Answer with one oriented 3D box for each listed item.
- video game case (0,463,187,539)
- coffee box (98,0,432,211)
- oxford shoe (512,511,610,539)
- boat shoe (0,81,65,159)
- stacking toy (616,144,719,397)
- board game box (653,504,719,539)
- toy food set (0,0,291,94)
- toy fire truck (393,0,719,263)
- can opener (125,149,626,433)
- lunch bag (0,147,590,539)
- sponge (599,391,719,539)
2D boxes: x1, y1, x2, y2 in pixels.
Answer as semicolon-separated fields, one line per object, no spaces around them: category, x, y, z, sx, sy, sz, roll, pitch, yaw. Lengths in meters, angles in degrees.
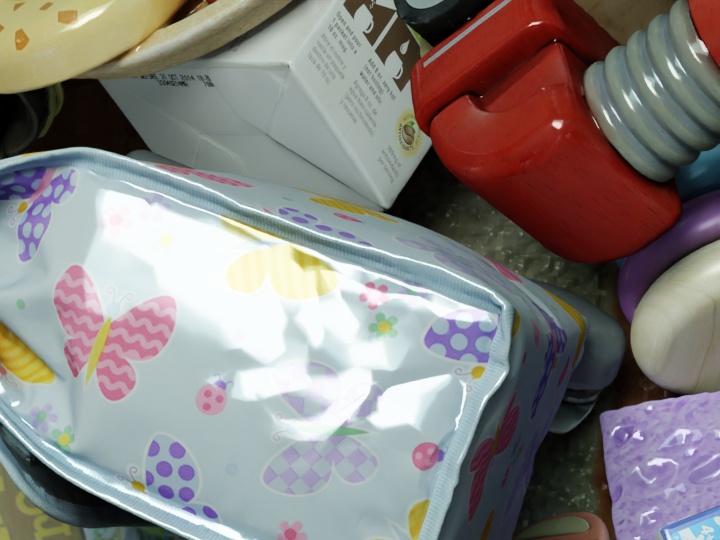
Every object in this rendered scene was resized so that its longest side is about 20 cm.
video game case;-0.094;0.061;1.000;0.181;0.022;0.201;-9;53;-8
coffee box;0.003;-0.124;1.045;0.114;0.080;0.201;7;53;44
oxford shoe;0.050;0.172;0.928;0.070;0.074;0.201;-12;40;39
boat shoe;-0.151;-0.060;1.062;0.060;0.072;0.201;16;42;24
stacking toy;0.114;-0.056;1.022;0.085;0.086;0.201;-19;56;3
board game box;0.221;0.141;0.874;0.198;0.041;0.201;-21;72;-8
toy food set;-0.062;-0.147;1.015;0.199;0.049;0.199;-28;34;18
toy fire truck;0.118;-0.050;0.896;0.176;0.128;0.201;-36;38;24
can opener;0.000;0.000;0.997;0.199;0.067;0.054;22;46;3
lunch bag;-0.042;0.030;0.894;0.199;0.170;0.128;22;92;11
sponge;0.148;0.133;0.938;0.111;0.030;0.201;-9;61;8
